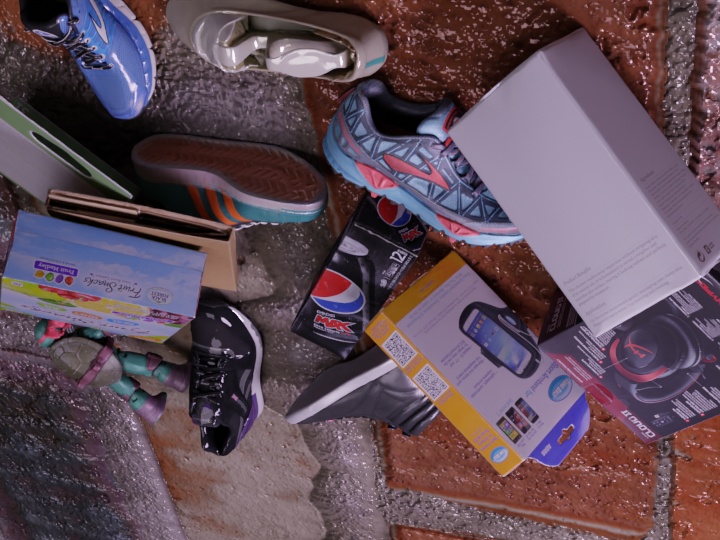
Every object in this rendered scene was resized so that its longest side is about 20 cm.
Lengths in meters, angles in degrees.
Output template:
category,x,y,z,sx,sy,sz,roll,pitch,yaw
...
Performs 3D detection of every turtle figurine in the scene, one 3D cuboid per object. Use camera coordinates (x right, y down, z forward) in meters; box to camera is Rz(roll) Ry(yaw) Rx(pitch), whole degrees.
category,x,y,z,sx,sy,sz,roll,pitch,yaw
turtle figurine,-0.289,0.087,1.268,0.200,0.101,0.150,36,137,-18

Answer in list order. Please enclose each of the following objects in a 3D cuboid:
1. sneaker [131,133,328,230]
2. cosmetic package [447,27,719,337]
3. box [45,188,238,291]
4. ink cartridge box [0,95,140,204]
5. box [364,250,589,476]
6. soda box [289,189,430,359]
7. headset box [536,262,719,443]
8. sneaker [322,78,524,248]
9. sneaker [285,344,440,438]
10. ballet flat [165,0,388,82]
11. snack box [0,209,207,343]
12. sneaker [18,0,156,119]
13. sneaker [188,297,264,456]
category,x,y,z,sx,sy,sz,roll,pitch,yaw
sneaker,-0.116,-0.070,1.052,0.200,0.071,0.080,15,137,24
cosmetic package,0.172,-0.066,0.858,0.113,0.081,0.200,-36,86,44
box,-0.196,-0.024,1.075,0.163,0.021,0.200,10,166,-2
ink cartridge box,-0.274,-0.102,1.060,0.145,0.048,0.200,37,157,-11
box,0.111,0.087,1.012,0.200,0.119,0.041,48,138,6
soda box,0.000,0.000,1.044,0.063,0.071,0.200,27,143,-4
headset box,0.262,0.057,0.983,0.149,0.075,0.200,40,135,-14
sneaker,0.066,-0.090,0.935,0.200,0.079,0.096,24,135,3
sneaker,0.009,0.142,1.189,0.200,0.071,0.099,-31,109,38
ballet flat,-0.078,-0.185,0.921,0.200,0.070,0.070,10,135,18
snack box,-0.245,0.012,1.065,0.168,0.068,0.200,13,168,-15
sneaker,-0.244,-0.208,0.962,0.078,0.089,0.200,-3,130,30
sneaker,-0.151,0.122,1.235,0.076,0.088,0.200,9,134,18
